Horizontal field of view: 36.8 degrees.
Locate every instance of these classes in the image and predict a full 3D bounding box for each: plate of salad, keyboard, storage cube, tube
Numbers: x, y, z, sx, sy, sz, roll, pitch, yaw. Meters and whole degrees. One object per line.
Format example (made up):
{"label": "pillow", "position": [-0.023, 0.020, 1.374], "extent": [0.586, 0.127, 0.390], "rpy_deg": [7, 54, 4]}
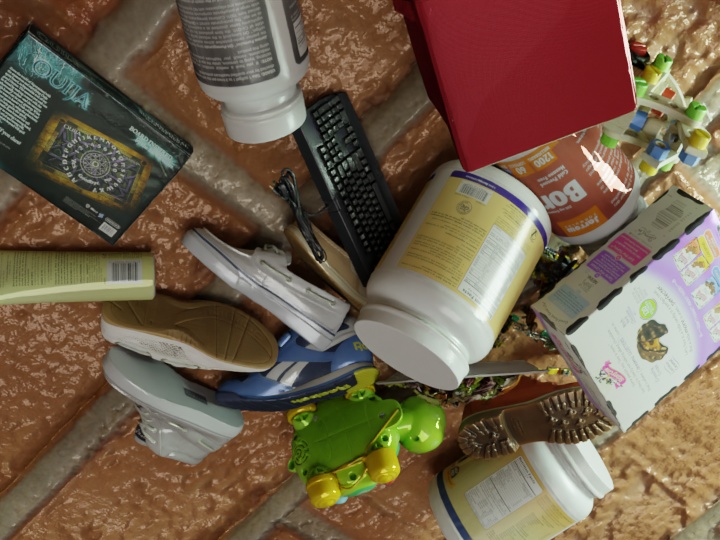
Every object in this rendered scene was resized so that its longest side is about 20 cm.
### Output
{"label": "plate of salad", "position": [0.115, 0.129, 1.220], "extent": [0.197, 0.200, 0.049], "rpy_deg": [-2, 84, -9]}
{"label": "keyboard", "position": [-0.021, -0.072, 1.112], "extent": [0.127, 0.021, 0.202], "rpy_deg": [-38, 115, -26]}
{"label": "storage cube", "position": [0.138, -0.230, 1.004], "extent": [0.198, 0.172, 0.181], "rpy_deg": [-19, 124, 2]}
{"label": "tube", "position": [-0.316, 0.006, 1.136], "extent": [0.197, 0.058, 0.053], "rpy_deg": [-1, 97, -15]}

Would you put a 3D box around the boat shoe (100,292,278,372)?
{"label": "boat shoe", "position": [-0.191, 0.075, 1.202], "extent": [0.198, 0.071, 0.070], "rpy_deg": [18, 141, -8]}

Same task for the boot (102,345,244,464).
{"label": "boot", "position": [-0.233, 0.165, 1.239], "extent": [0.095, 0.074, 0.199], "rpy_deg": [-43, 127, 17]}

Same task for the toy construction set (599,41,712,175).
{"label": "toy construction set", "position": [0.301, -0.162, 1.089], "extent": [0.130, 0.200, 0.093], "rpy_deg": [32, 113, 14]}

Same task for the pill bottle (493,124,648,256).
{"label": "pill bottle", "position": [0.223, -0.101, 1.137], "extent": [0.112, 0.113, 0.200], "rpy_deg": [-38, 120, 14]}

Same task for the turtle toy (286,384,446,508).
{"label": "turtle toy", "position": [0.007, 0.201, 1.285], "extent": [0.198, 0.147, 0.101], "rpy_deg": [-22, 145, 5]}

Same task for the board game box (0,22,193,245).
{"label": "board game box", "position": [-0.284, -0.130, 1.074], "extent": [0.199, 0.028, 0.135], "rpy_deg": [38, 109, -28]}

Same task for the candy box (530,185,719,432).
{"label": "candy box", "position": [0.301, 0.042, 1.135], "extent": [0.199, 0.072, 0.168], "rpy_deg": [-39, 125, -3]}

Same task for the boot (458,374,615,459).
{"label": "boot", "position": [0.214, 0.153, 1.286], "extent": [0.198, 0.108, 0.076], "rpy_deg": [-12, 118, 16]}

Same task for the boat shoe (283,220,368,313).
{"label": "boat shoe", "position": [0.000, 0.000, 1.193], "extent": [0.200, 0.074, 0.069], "rpy_deg": [43, 83, -28]}

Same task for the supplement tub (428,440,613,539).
{"label": "supplement tub", "position": [0.199, 0.272, 1.349], "extent": [0.199, 0.145, 0.145], "rpy_deg": [-36, 122, 12]}

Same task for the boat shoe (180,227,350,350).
{"label": "boat shoe", "position": [-0.100, 0.004, 1.172], "extent": [0.199, 0.073, 0.067], "rpy_deg": [38, 87, -18]}

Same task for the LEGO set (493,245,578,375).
{"label": "LEGO set", "position": [0.237, 0.061, 1.238], "extent": [0.199, 0.116, 0.154], "rpy_deg": [31, 112, -26]}

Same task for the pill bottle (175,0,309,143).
{"label": "pill bottle", "position": [-0.108, -0.225, 0.998], "extent": [0.109, 0.111, 0.202], "rpy_deg": [-13, 123, -2]}

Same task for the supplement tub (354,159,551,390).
{"label": "supplement tub", "position": [0.094, 0.005, 1.112], "extent": [0.145, 0.145, 0.201], "rpy_deg": [43, 68, -30]}

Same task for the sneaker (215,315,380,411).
{"label": "sneaker", "position": [-0.075, 0.111, 1.244], "extent": [0.198, 0.083, 0.074], "rpy_deg": [-16, 161, 13]}
